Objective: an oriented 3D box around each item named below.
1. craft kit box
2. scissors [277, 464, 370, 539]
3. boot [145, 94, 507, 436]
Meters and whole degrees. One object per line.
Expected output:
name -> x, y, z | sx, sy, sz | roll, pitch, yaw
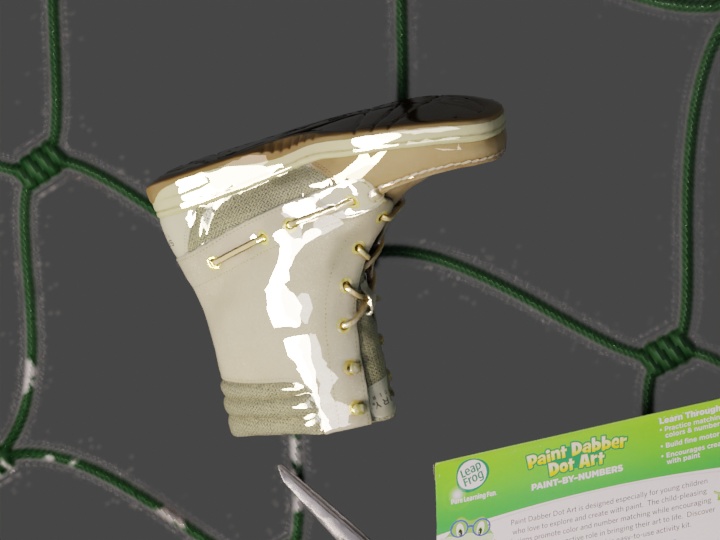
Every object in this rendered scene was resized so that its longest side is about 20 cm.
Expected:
craft kit box -> 0.131, 0.171, 1.432 | 0.199, 0.048, 0.199 | -14, 60, 25
scissors -> 0.034, 0.174, 1.550 | 0.073, 0.014, 0.201 | -30, 93, 22
boot -> 0.000, 0.000, 1.485 | 0.199, 0.072, 0.156 | -14, 99, 23
